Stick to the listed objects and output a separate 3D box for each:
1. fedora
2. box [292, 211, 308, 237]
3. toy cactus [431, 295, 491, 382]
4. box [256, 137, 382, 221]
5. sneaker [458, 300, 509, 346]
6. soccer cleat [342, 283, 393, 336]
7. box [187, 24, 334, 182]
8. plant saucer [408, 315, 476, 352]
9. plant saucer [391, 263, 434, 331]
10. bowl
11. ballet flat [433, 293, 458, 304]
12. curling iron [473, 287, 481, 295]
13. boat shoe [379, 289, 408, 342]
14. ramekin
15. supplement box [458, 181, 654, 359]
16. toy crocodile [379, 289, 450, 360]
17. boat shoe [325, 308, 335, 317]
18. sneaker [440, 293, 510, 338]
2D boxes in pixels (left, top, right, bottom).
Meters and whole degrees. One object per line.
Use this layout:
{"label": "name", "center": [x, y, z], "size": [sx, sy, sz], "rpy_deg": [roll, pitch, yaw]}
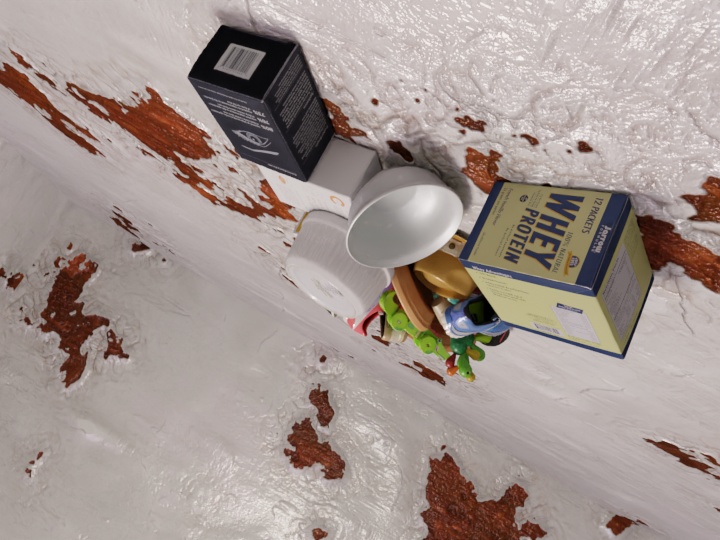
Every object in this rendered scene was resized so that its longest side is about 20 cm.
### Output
{"label": "fedora", "center": [0.166, -0.002, 1.114], "size": [0.197, 0.083, 0.201], "rpy_deg": [27, 164, 8]}
{"label": "box", "center": [-0.045, -0.062, 1.260], "size": [0.100, 0.114, 0.201], "rpy_deg": [19, 159, 31]}
{"label": "toy cactus", "center": [0.195, 0.121, 1.177], "size": [0.101, 0.202, 0.166], "rpy_deg": [-24, 116, 39]}
{"label": "box", "center": [-0.063, -0.163, 1.021], "size": [0.196, 0.099, 0.125], "rpy_deg": [24, 163, 24]}
{"label": "sneaker", "center": [0.258, 0.103, 1.327], "size": [0.196, 0.075, 0.087], "rpy_deg": [24, -155, -20]}
{"label": "soccer cleat", "center": [0.044, 0.052, 1.283], "size": [0.073, 0.201, 0.068], "rpy_deg": [41, -176, 28]}
{"label": "box", "center": [-0.144, -0.250, 0.892], "size": [0.145, 0.106, 0.201], "rpy_deg": [23, 163, 22]}
{"label": "plant saucer", "center": [0.182, 0.126, 1.371], "size": [0.194, 0.033, 0.201], "rpy_deg": [11, -157, -4]}
{"label": "plant saucer", "center": [0.106, 0.021, 1.181], "size": [0.037, 0.204, 0.201], "rpy_deg": [-22, 141, 16]}
{"label": "bowl", "center": [0.061, -0.100, 0.932], "size": [0.195, 0.092, 0.203], "rpy_deg": [-12, 147, -8]}
{"label": "ballet flat", "center": [0.152, 0.043, 1.296], "size": [0.067, 0.072, 0.198], "rpy_deg": [38, 163, -29]}
{"label": "curling iron", "center": [0.223, 0.046, 1.200], "size": [0.196, 0.051, 0.026], "rpy_deg": [25, -178, 2]}
{"label": "boat shoe", "center": [0.063, 0.069, 1.335], "size": [0.063, 0.204, 0.072], "rpy_deg": [4, 141, -17]}
{"label": "ramekin", "center": [-0.046, -0.003, 1.063], "size": [0.197, 0.106, 0.201], "rpy_deg": [30, 159, 13]}
{"label": "supplement box", "center": [0.280, -0.002, 0.822], "size": [0.197, 0.136, 0.200], "rpy_deg": [15, 158, 42]}
{"label": "toy crocodile", "center": [0.117, 0.121, 1.243], "size": [0.199, 0.062, 0.068], "rpy_deg": [39, 180, -6]}
{"label": "boat shoe", "center": [-0.069, 0.041, 1.267], "size": [0.065, 0.076, 0.200], "rpy_deg": [26, 163, 12]}
{"label": "sneaker", "center": [0.251, 0.083, 1.111], "size": [0.196, 0.081, 0.089], "rpy_deg": [-8, 166, -35]}
